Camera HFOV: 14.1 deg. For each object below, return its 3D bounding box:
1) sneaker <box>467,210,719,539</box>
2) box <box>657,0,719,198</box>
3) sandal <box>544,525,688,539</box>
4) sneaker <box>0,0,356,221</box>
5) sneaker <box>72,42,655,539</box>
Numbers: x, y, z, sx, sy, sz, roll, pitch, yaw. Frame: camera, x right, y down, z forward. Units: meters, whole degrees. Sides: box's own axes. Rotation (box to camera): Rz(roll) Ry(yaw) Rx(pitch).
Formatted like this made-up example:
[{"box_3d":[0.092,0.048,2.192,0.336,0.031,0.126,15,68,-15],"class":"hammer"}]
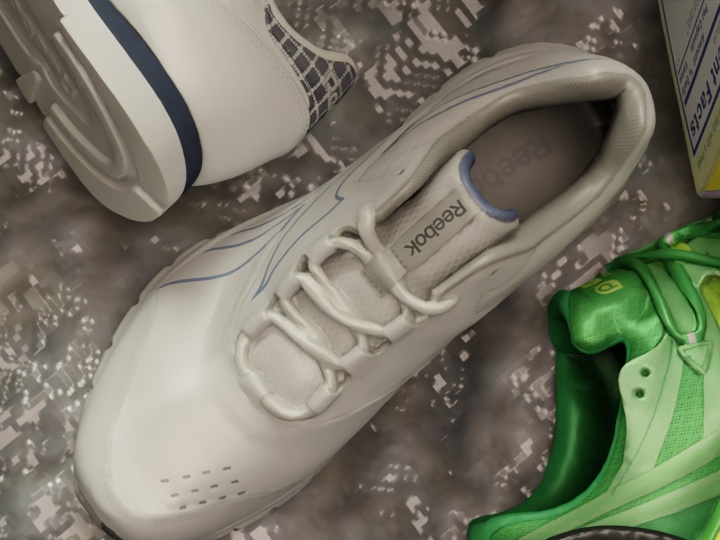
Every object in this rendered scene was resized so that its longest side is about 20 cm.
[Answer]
[{"box_3d":[0.099,0.016,0.818,0.083,0.074,0.201,33,80,-7],"class":"sneaker"},{"box_3d":[0.169,-0.132,0.803,0.175,0.097,0.201,-2,61,-8],"class":"box"},{"box_3d":[0.113,0.150,0.769,0.075,0.048,0.201,-37,93,-6],"class":"sandal"},{"box_3d":[-0.080,-0.115,0.819,0.080,0.076,0.201,-30,92,-22],"class":"sneaker"},{"box_3d":[0.000,0.000,0.800,0.200,0.087,0.075,-42,92,-10],"class":"sneaker"}]
